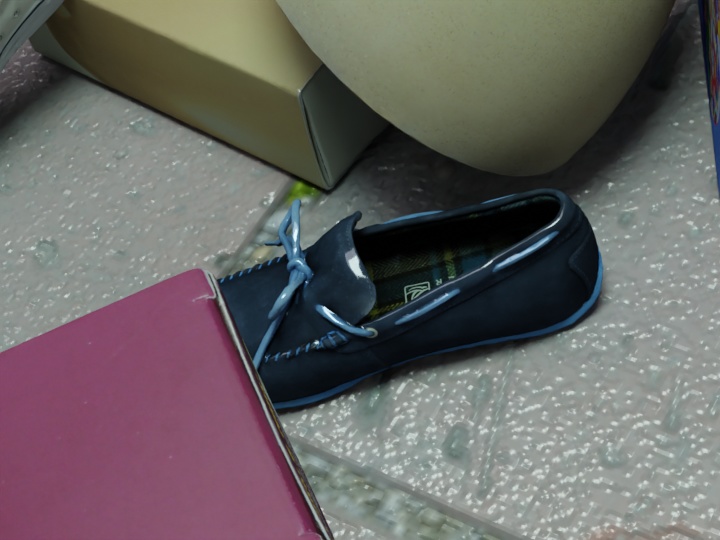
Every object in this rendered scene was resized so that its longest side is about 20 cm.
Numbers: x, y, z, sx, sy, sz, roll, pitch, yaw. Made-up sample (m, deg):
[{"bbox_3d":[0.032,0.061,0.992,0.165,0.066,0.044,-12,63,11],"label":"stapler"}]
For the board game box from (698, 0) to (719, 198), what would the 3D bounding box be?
[{"bbox_3d":[0.168,-0.144,0.790,0.045,0.200,0.135,-4,53,7],"label":"board game box"}]

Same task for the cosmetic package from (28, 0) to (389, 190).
[{"bbox_3d":[-0.069,-0.129,0.922,0.200,0.071,0.105,25,63,29],"label":"cosmetic package"}]

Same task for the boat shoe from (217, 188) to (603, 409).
[{"bbox_3d":[0.000,0.000,0.809,0.199,0.069,0.084,-19,51,0],"label":"boat shoe"}]

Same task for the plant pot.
[{"bbox_3d":[0.066,-0.161,0.806,0.134,0.200,0.201,-43,41,35],"label":"plant pot"}]

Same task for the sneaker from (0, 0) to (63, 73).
[{"bbox_3d":[-0.209,-0.104,0.893,0.073,0.071,0.200,43,104,27],"label":"sneaker"}]

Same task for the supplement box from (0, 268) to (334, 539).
[{"bbox_3d":[-0.052,0.119,0.650,0.103,0.200,0.131,-23,51,-4],"label":"supplement box"}]
